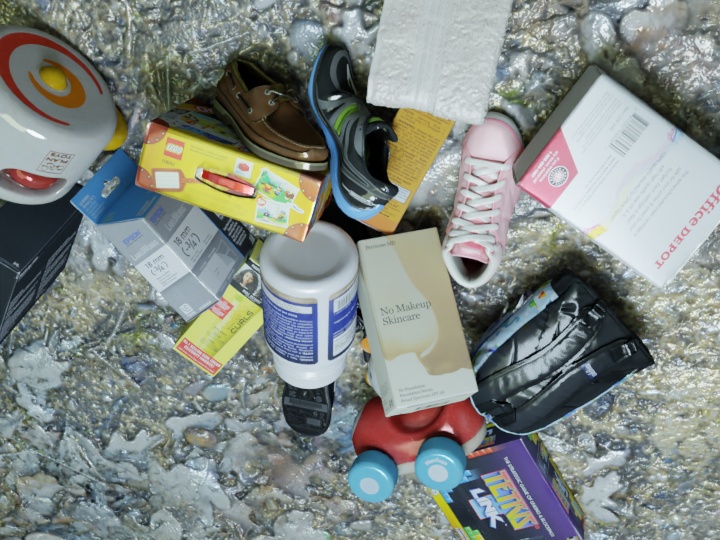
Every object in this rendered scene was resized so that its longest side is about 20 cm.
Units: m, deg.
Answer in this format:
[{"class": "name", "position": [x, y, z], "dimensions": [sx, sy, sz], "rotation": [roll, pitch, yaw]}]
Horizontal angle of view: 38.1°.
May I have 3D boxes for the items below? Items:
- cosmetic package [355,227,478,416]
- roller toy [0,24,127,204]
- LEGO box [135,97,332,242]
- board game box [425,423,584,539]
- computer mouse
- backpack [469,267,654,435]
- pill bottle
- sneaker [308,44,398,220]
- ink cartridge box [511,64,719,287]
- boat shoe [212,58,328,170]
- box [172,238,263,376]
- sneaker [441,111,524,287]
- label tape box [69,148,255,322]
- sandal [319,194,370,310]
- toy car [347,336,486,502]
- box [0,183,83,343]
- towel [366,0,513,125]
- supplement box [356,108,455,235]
[{"class": "cosmetic package", "position": [0.060, 0.060, 1.217], "dimensions": [0.104, 0.201, 0.071], "rotation": [-11, 166, -12]}, {"class": "roller toy", "position": [-0.380, -0.181, 1.200], "dimensions": [0.200, 0.183, 0.140], "rotation": [42, 122, -13]}, {"class": "LEGO box", "position": [-0.132, -0.118, 1.187], "dimensions": [0.199, 0.149, 0.078], "rotation": [19, 112, 3]}, {"class": "board game box", "position": [0.194, 0.308, 1.440], "dimensions": [0.165, 0.057, 0.201], "rotation": [-21, 115, 27]}, {"class": "computer mouse", "position": [-0.039, 0.130, 1.396], "dimensions": [0.139, 0.046, 0.201], "rotation": [3, 111, 18]}, {"class": "backpack", "position": [0.220, 0.108, 1.261], "dimensions": [0.163, 0.154, 0.200], "rotation": [42, 96, -17]}, {"class": "pill bottle", "position": [-0.061, 0.046, 1.251], "dimensions": [0.115, 0.116, 0.201], "rotation": [11, 138, 8]}, {"class": "sneaker", "position": [-0.001, -0.156, 1.139], "dimensions": [0.082, 0.071, 0.201], "rotation": [-25, 71, 33]}, {"class": "ink cartridge box", "position": [0.284, -0.101, 1.116], "dimensions": [0.199, 0.086, 0.148], "rotation": [35, 107, -10]}, {"class": "boat shoe", "position": [-0.101, -0.174, 1.145], "dimensions": [0.200, 0.072, 0.068], "rotation": [37, 120, 39]}, {"class": "box", "position": [-0.165, 0.052, 1.373], "dimensions": [0.075, 0.050, 0.200], "rotation": [38, 124, -12]}, {"class": "sneaker", "position": [0.140, -0.071, 1.182], "dimensions": [0.075, 0.105, 0.201], "rotation": [12, 123, 9]}, {"class": "label tape box", "position": [-0.233, -0.059, 1.263], "dimensions": [0.063, 0.145, 0.200], "rotation": [-32, 110, 30]}, {"class": "sandal", "position": [-0.001, 0.000, 1.297], "dimensions": [0.075, 0.048, 0.201], "rotation": [-25, 112, 27]}, {"class": "toy car", "position": [0.049, 0.148, 1.305], "dimensions": [0.176, 0.185, 0.201], "rotation": [-15, 110, 24]}, {"class": "box", "position": [-0.428, -0.018, 1.307], "dimensions": [0.079, 0.200, 0.141], "rotation": [30, 124, -5]}, {"class": "towel", "position": [0.088, -0.258, 1.072], "dimensions": [0.132, 0.034, 0.201], "rotation": [13, 99, 7]}, {"class": "supplement box", "position": [0.055, -0.140, 1.183], "dimensions": [0.068, 0.067, 0.201], "rotation": [26, 125, -2]}]
